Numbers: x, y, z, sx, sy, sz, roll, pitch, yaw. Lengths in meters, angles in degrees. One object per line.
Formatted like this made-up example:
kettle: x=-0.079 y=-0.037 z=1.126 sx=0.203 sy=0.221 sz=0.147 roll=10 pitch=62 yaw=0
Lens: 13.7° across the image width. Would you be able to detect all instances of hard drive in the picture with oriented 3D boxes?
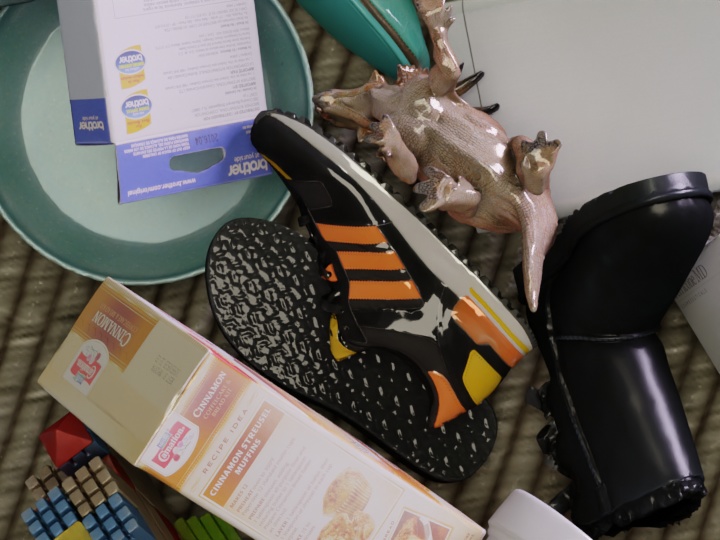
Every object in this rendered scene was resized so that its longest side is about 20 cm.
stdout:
hard drive: x=0.146 y=-0.102 z=1.670 sx=0.199 sy=0.027 sz=0.133 roll=-10 pitch=93 yaw=24

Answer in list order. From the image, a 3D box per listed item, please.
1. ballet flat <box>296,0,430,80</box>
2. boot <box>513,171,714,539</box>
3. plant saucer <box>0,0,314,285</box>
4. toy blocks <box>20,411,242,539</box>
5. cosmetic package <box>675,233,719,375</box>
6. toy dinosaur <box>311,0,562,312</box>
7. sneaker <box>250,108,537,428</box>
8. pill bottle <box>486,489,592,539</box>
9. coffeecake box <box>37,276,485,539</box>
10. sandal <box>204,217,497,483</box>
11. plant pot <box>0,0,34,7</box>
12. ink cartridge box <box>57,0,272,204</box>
ballet flat: x=-0.027 y=-0.190 z=1.713 sx=0.200 sy=0.067 sz=0.071 roll=36 pitch=70 yaw=3
boot: x=0.149 y=0.051 z=1.623 sx=0.073 sy=0.198 sz=0.163 roll=-7 pitch=74 yaw=-24
plant saucer: x=-0.124 y=-0.090 z=1.724 sx=0.199 sy=0.036 sz=0.202 roll=0 pitch=85 yaw=4
toy blocks: x=-0.127 y=0.154 z=1.617 sx=0.100 sy=0.137 sz=0.200 roll=-37 pitch=56 yaw=1
cosmetic package: x=0.259 y=0.058 z=1.643 sx=0.081 sy=0.113 sz=0.201 roll=-31 pitch=83 yaw=-17
toy dinosaur: x=0.059 y=-0.060 z=1.628 sx=0.086 sy=0.136 sz=0.200 roll=-40 pitch=69 yaw=-2
sneaker: x=0.000 y=0.000 z=1.650 sx=0.200 sy=0.070 sz=0.090 roll=43 pitch=90 yaw=0
pill bottle: x=0.054 y=0.218 z=1.538 sx=0.116 sy=0.116 sz=0.200 roll=38 pitch=81 yaw=6
coffeecake box: x=-0.054 y=0.099 z=1.605 sx=0.200 sy=0.153 sz=0.073 roll=35 pitch=88 yaw=-29
sandal: x=-0.013 y=0.050 z=1.701 sx=0.200 sy=0.048 sz=0.075 roll=41 pitch=76 yaw=-8
plant pot: x=-0.237 y=-0.209 z=1.669 sx=0.199 sy=0.200 sz=0.136 roll=-9 pitch=96 yaw=3
ink cartridge box: x=-0.111 y=-0.143 z=1.643 sx=0.042 sy=0.119 sz=0.201 roll=-2 pitch=98 yaw=45
